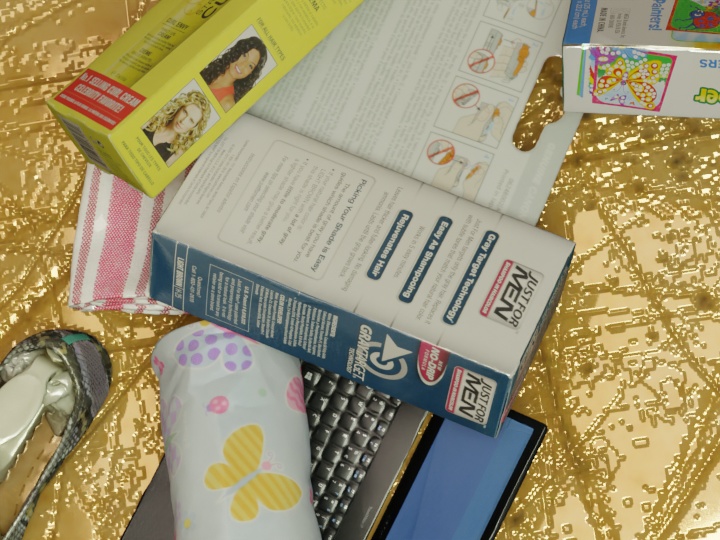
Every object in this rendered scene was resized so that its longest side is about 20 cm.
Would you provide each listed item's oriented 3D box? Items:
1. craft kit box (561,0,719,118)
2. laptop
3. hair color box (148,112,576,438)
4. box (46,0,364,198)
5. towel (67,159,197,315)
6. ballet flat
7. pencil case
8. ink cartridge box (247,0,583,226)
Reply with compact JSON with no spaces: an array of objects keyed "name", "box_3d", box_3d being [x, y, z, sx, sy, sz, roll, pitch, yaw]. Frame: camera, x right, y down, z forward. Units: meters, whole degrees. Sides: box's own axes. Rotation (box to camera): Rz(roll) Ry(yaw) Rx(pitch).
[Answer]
[{"name":"craft kit box","box_3d":[0.211,-0.143,1.239,0.197,0.200,0.049,1,123,12]},{"name":"laptop","box_3d":[-0.022,0.122,1.275,0.199,0.103,0.178,26,86,12]},{"name":"hair color box","box_3d":[0.000,0.000,1.233,0.199,0.061,0.100,22,53,10]},{"name":"box","box_3d":[-0.068,-0.129,1.257,0.200,0.050,0.075,-44,38,-13]},{"name":"towel","box_3d":[-0.061,-0.045,1.325,0.199,0.030,0.147,1,66,9]},{"name":"ballet flat","box_3d":[-0.211,0.118,1.325,0.072,0.072,0.201,31,88,12]},{"name":"pencil case","box_3d":[-0.061,0.124,1.244,0.083,0.091,0.201,-4,65,-10]},{"name":"ink cartridge box","box_3d":[0.028,-0.108,1.310,0.199,0.047,0.161,20,68,10]}]
